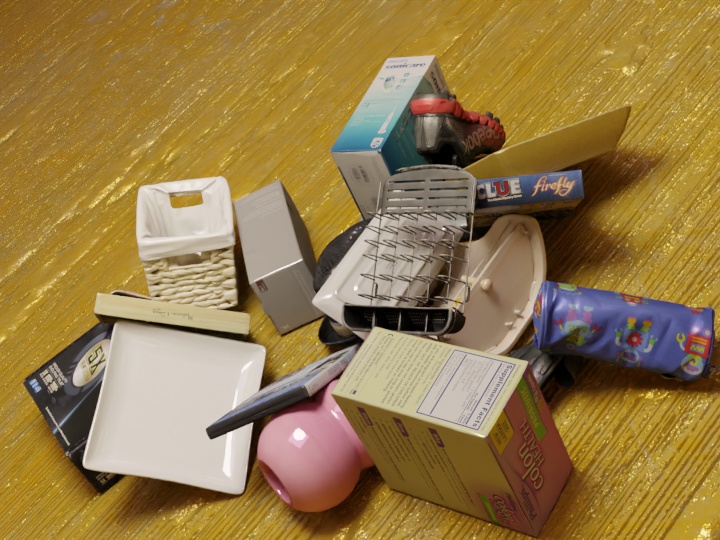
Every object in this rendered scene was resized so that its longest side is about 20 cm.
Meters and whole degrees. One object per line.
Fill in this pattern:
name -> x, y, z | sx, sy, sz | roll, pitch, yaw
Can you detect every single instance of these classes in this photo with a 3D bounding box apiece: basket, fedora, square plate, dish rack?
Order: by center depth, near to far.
dish rack -> 0.061, -0.025, 1.319 | 0.152, 0.054, 0.203 | 1, 80, 37
square plate -> -0.227, 0.170, 1.434 | 0.195, 0.029, 0.202 | 11, 60, -7
fedora -> 0.000, 0.000, 1.482 | 0.200, 0.092, 0.201 | -35, 19, 14
basket -> -0.244, -0.035, 1.641 | 0.134, 0.125, 0.201 | -7, 27, -6

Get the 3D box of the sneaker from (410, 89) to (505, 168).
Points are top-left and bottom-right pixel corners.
sneaker -> 0.132, -0.175, 1.558 | 0.070, 0.199, 0.099 | 0, 83, 35

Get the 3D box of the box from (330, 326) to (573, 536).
box -> 0.098, 0.167, 1.213 | 0.198, 0.177, 0.097 | 11, 53, 39

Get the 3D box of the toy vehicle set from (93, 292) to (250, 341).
toy vehicle set -> -0.246, 0.063, 1.518 | 0.197, 0.124, 0.027 | 8, 81, -7

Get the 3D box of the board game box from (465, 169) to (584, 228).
board game box -> 0.196, -0.086, 1.415 | 0.134, 0.200, 0.035 | -5, 86, 4

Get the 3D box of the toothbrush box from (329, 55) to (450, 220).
toothbrush box -> 0.057, -0.176, 1.584 | 0.084, 0.147, 0.201 | 4, 49, 33

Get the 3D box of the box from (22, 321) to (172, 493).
box -> -0.339, 0.171, 1.548 | 0.163, 0.087, 0.200 | -37, 39, -12

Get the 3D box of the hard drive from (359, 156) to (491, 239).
hard drive -> 0.099, -0.093, 1.611 | 0.198, 0.033, 0.141 | -7, 43, 25

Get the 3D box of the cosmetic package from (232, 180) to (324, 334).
cosmetic package -> -0.112, -0.021, 1.604 | 0.089, 0.107, 0.201 | -26, 40, 2

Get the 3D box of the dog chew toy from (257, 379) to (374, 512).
dog chew toy -> -0.020, 0.183, 1.320 | 0.199, 0.125, 0.124 | -36, 38, -21

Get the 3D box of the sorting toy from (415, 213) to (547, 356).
sorting toy -> 0.120, 0.031, 1.420 | 0.179, 0.107, 0.201 | 12, 58, 51

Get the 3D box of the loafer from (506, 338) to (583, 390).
loafer -> 0.222, 0.100, 1.309 | 0.200, 0.068, 0.070 | -37, 69, -17

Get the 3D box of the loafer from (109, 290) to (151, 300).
loafer -> -0.288, 0.072, 1.643 | 0.198, 0.063, 0.072 | 10, 53, 39

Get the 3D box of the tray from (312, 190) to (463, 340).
tray -> 0.037, -0.009, 1.411 | 0.107, 0.022, 0.201 | 32, 64, 8

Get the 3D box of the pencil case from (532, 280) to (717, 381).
pencil case -> 0.282, 0.067, 1.243 | 0.197, 0.088, 0.078 | 10, 18, 6

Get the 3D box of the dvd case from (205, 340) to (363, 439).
dvd case -> -0.084, 0.141, 1.375 | 0.142, 0.018, 0.200 | -26, 2, 23

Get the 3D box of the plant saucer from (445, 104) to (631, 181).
plant saucer -> 0.232, -0.143, 1.490 | 0.198, 0.049, 0.200 | -21, 1, -16
